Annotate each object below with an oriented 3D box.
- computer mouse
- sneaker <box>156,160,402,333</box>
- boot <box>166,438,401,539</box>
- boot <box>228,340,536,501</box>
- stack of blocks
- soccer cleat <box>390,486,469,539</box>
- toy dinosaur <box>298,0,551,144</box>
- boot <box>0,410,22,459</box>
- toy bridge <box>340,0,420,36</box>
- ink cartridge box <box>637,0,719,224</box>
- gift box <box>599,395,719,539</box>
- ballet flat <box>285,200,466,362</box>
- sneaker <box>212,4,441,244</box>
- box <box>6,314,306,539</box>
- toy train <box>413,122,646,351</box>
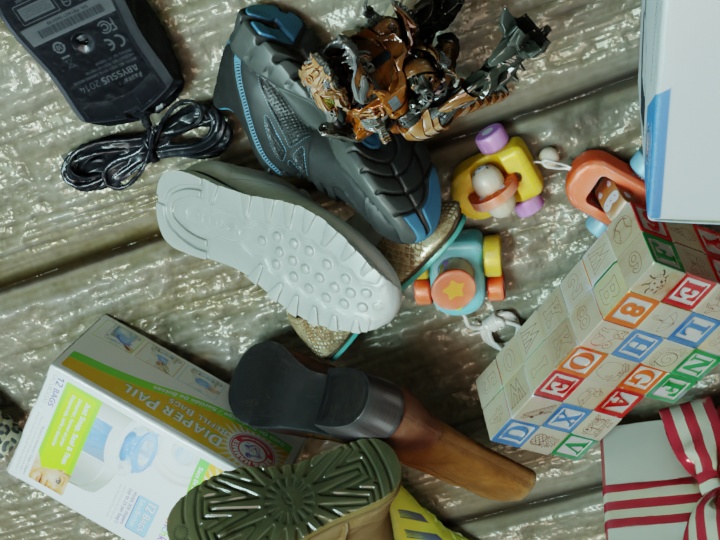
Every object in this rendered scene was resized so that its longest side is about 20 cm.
[{"bbox_3d":[-0.183,-0.155,0.840,0.137,0.053,0.201,-14,129,14],"label":"computer mouse"},{"bbox_3d":[-0.046,-0.026,0.829,0.199,0.080,0.077,30,117,24],"label":"sneaker"},{"bbox_3d":[-0.048,0.211,0.884,0.172,0.067,0.201,-12,146,-12],"label":"boot"},{"bbox_3d":[0.014,0.120,0.945,0.187,0.069,0.199,-5,154,45],"label":"boot"},{"bbox_3d":[0.186,0.054,0.873,0.114,0.059,0.201,16,130,-26],"label":"stack of blocks"},{"bbox_3d":[0.066,0.245,1.036,0.083,0.065,0.202,-32,110,-8],"label":"soccer cleat"},{"bbox_3d":[0.039,-0.129,0.747,0.102,0.200,0.136,46,114,1],"label":"toy dinosaur"},{"bbox_3d":[-0.400,0.133,1.026,0.202,0.074,0.154,-31,114,25],"label":"boot"},{"bbox_3d":[0.025,-0.219,0.756,0.027,0.067,0.202,-13,128,-32],"label":"toy bridge"},{"bbox_3d":[0.207,-0.138,0.699,0.082,0.201,0.147,1,121,10],"label":"ink cartridge box"},{"bbox_3d":[0.285,0.205,0.905,0.197,0.186,0.188,-13,126,12],"label":"gift box"},{"bbox_3d":[0.000,0.000,0.868,0.065,0.071,0.200,39,134,-4],"label":"ballet flat"},{"bbox_3d":[-0.023,-0.087,0.817,0.201,0.073,0.082,50,130,16],"label":"sneaker"},{"bbox_3d":[-0.155,0.143,0.952,0.198,0.101,0.113,29,114,2],"label":"box"},{"bbox_3d":[0.121,-0.018,0.866,0.149,0.056,0.201,31,119,-9],"label":"toy train"}]
